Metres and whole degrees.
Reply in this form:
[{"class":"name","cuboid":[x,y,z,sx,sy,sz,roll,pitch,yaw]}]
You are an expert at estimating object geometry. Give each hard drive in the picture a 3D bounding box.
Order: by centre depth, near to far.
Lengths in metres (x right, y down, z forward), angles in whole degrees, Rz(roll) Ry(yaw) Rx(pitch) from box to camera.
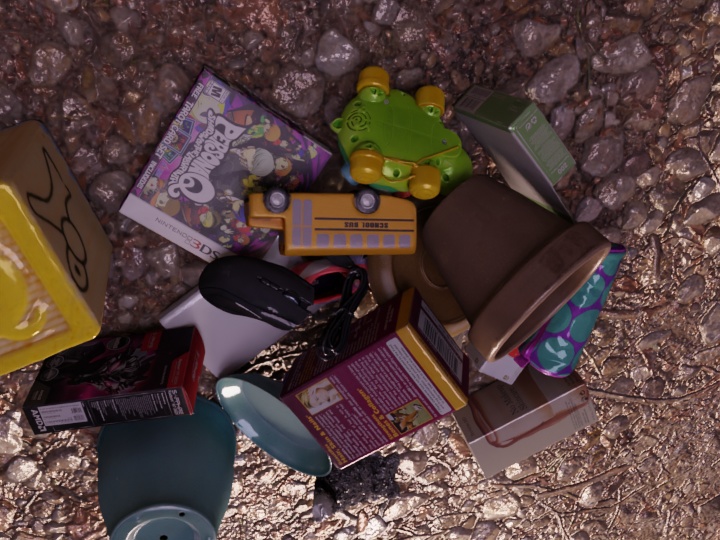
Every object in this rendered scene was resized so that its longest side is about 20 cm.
[{"class":"hard drive","cuboid":[-0.151,0.048,1.002,0.199,0.026,0.132,-36,120,6]}]

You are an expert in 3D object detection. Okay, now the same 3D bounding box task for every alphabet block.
[{"class":"alphabet block","cuboid":[-0.402,-0.019,0.801,0.195,0.200,0.196,-23,120,-1]}]

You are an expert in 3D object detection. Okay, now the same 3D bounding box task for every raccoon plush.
[{"class":"raccoon plush","cuboid":[-0.001,0.333,1.103,0.133,0.200,0.098,3,107,-1]}]

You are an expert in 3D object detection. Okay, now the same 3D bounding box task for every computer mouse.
[{"class":"computer mouse","cuboid":[-0.086,0.007,0.891,0.199,0.141,0.046,25,150,9]}]

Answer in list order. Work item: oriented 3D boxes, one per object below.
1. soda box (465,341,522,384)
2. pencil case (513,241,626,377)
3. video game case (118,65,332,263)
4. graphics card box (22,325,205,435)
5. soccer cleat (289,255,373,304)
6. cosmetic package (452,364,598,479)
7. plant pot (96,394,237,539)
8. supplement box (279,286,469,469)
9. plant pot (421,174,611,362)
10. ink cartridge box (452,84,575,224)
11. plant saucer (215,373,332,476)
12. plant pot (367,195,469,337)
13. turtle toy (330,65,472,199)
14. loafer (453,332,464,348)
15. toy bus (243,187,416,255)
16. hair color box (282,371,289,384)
[{"class":"soda box","cuboid":[0.241,0.065,1.093,0.068,0.064,0.201,23,108,-24]},{"class":"pencil case","cuboid":[0.282,0.044,1.007,0.092,0.085,0.201,0,117,-32]},{"class":"video game case","cuboid":[-0.162,-0.110,0.898,0.181,0.036,0.201,31,102,-21]},{"class":"graphics card box","cuboid":[-0.304,0.136,0.935,0.198,0.126,0.051,-8,123,2]},{"class":"soccer cleat","cuboid":[0.000,0.000,0.973,0.199,0.076,0.067,-18,117,-19]},{"class":"cosmetic package","cuboid":[0.252,0.222,1.156,0.199,0.104,0.088,-28,119,-1]},{"class":"plant pot","cuboid":[-0.262,0.301,1.008,0.198,0.188,0.202,-6,120,-10]},{"class":"supplement box","cuboid":[0.020,0.136,0.929,0.199,0.103,0.131,-31,108,21]},{"class":"plant pot","cuboid":[0.169,-0.018,0.895,0.200,0.175,0.201,-38,163,-14]},{"class":"ink cartridge box","cuboid":[0.213,-0.135,0.931,0.048,0.146,0.200,-45,119,0]},{"class":"plant saucer","cuboid":[-0.113,0.207,1.031,0.036,0.199,0.201,-51,127,-33]},{"class":"plant pot","cuboid":[0.102,-0.008,0.979,0.199,0.027,0.202,2,86,-28]},{"class":"turtle toy","cuboid":[0.053,-0.146,0.902,0.198,0.101,0.147,14,69,-20]},{"class":"loafer","cuboid":[0.115,0.076,1.064,0.075,0.068,0.202,15,102,20]},{"class":"toy bus","cuboid":[-0.036,-0.058,0.882,0.198,0.065,0.079,-1,94,-14]},{"class":"hair color box","cuboid":[-0.005,0.152,1.035,0.199,0.065,0.109,-33,107,24]}]
